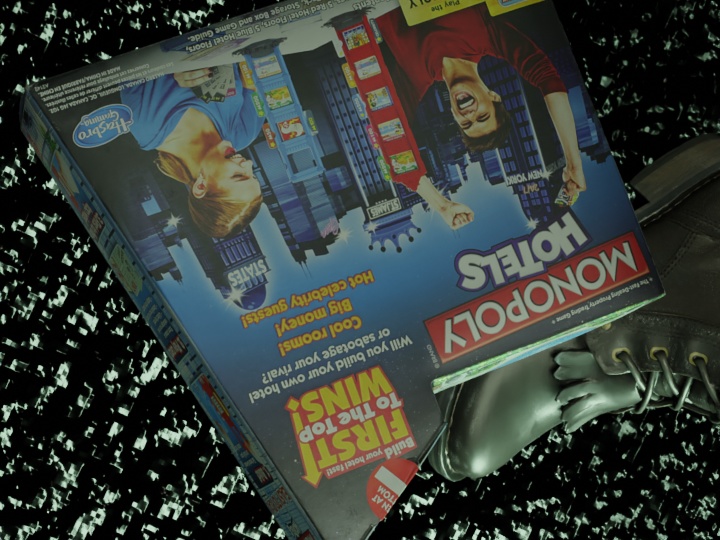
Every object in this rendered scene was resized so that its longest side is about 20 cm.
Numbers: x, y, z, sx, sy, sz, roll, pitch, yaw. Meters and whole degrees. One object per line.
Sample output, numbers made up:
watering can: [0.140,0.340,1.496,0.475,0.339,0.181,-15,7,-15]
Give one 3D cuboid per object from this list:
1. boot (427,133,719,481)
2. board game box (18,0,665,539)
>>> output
boot: [0.141,0.046,0.853,0.200,0.174,0.069,-42,146,-9]
board game box: [0.000,0.000,0.826,0.198,0.062,0.202,-19,85,-13]
